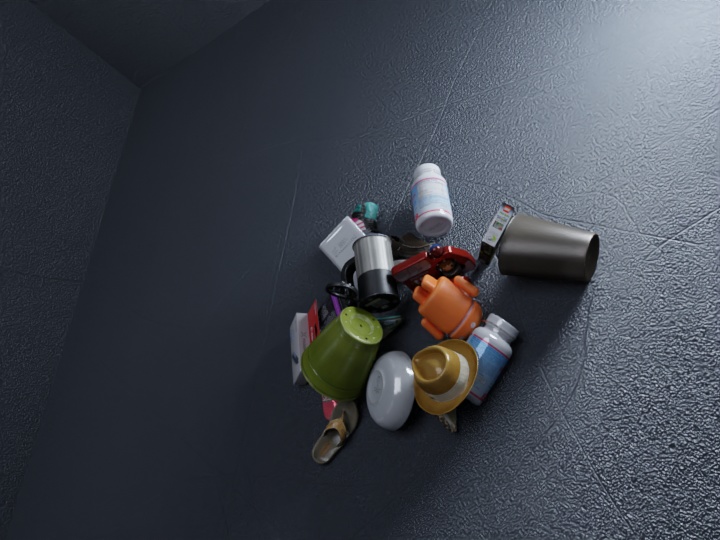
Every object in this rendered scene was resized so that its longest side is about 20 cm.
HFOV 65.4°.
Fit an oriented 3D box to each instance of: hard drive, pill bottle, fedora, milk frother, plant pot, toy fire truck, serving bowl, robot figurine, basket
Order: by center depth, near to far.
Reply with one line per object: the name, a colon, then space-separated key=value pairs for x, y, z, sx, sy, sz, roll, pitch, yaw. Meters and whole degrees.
fedora: x=0.178 y=0.232 z=1.303 sx=0.200 sy=0.081 sz=0.203 roll=-37 pitch=33 yaw=29
pill bottle: x=0.294 y=0.211 z=1.349 sx=0.108 sy=0.108 sz=0.202 roll=32 pitch=88 yaw=45
basket: x=0.459 y=-0.049 z=1.349 sx=0.197 sy=0.138 sz=0.181 roll=13 pitch=48 yaw=36
robot figurine: x=0.228 y=0.096 z=1.429 sx=0.145 sy=0.199 sz=0.117 roll=-52 pitch=0 yaw=-18
serving bowl: x=0.065 y=0.306 z=1.453 sx=0.200 sy=0.065 sz=0.204 roll=-44 pitch=39 yaw=51
toy fire truck: x=0.201 y=-0.001 z=1.504 sx=0.198 sy=0.167 sz=0.114 roll=-27 pitch=51 yaw=25
plant pot: x=-0.037 y=0.210 z=1.510 sx=0.195 sy=0.197 sz=0.202 roll=-59 pitch=39 yaw=33
milk frother: x=0.000 y=0.000 z=1.530 sx=0.177 sy=0.200 sz=0.192 roll=-17 pitch=59 yaw=15
pill bottle: x=0.206 y=-0.210 z=1.650 sx=0.107 sy=0.108 sz=0.204 roll=-23 pitch=53 yaw=27
hard drive: x=-0.016 y=-0.047 z=1.719 sx=0.132 sy=0.027 sz=0.200 roll=-44 pitch=87 yaw=10

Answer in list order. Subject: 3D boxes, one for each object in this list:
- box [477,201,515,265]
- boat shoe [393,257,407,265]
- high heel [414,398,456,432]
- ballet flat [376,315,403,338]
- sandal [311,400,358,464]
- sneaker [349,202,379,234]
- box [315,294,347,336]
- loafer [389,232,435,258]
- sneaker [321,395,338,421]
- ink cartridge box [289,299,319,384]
box: x=0.342 y=-0.088 z=1.423 sx=0.034 sy=0.200 sz=0.111 roll=28 pitch=84 yaw=14
boat shoe: x=0.094 y=0.018 z=1.662 sx=0.196 sy=0.075 sz=0.095 roll=-9 pitch=95 yaw=18
high heel: x=0.164 y=0.346 z=1.430 sx=0.143 sy=0.070 sz=0.202 roll=-51 pitch=53 yaw=34
ballet flat: x=0.042 y=0.167 z=1.621 sx=0.197 sy=0.074 sz=0.076 roll=-7 pitch=61 yaw=38
sandal: x=-0.071 y=0.444 z=1.533 sx=0.080 sy=0.054 sz=0.202 roll=33 pitch=91 yaw=12
sneaker: x=0.031 y=-0.152 z=1.794 sx=0.199 sy=0.083 sz=0.123 roll=29 pitch=95 yaw=46
box: x=-0.094 y=0.166 z=1.693 sx=0.201 sy=0.036 sz=0.145 roll=-54 pitch=39 yaw=31
loafer: x=0.142 y=-0.074 z=1.636 sx=0.198 sy=0.072 sz=0.073 roll=4 pitch=99 yaw=47
sneaker: x=-0.095 y=0.330 z=1.614 sx=0.073 sy=0.086 sz=0.204 roll=-19 pitch=56 yaw=30
ink cartridge box: x=-0.170 y=0.217 z=1.710 sx=0.177 sy=0.044 sz=0.203 roll=120 pitch=149 yaw=-48
